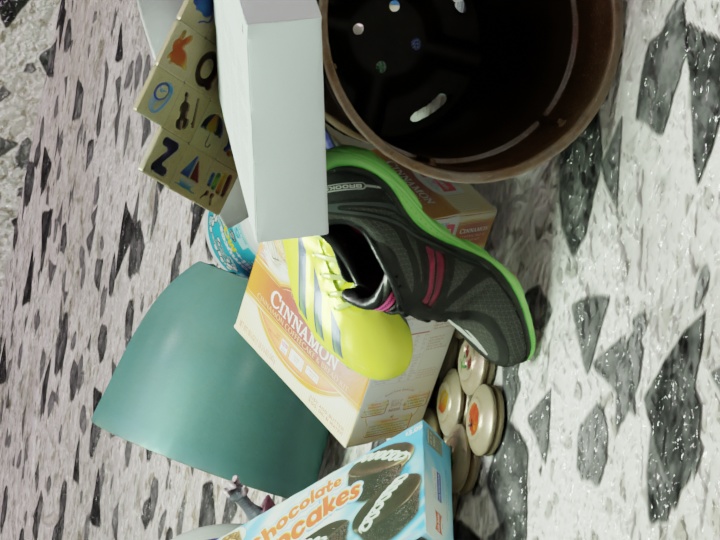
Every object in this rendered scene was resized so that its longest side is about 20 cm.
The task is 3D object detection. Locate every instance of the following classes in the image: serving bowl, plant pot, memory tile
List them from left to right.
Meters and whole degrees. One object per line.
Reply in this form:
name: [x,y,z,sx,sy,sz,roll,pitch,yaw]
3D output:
serving bowl: [-0.113,-0.138,1.892,0.200,0.066,0.200,-21,-90,-90]
plant pot: [-0.108,0.086,1.999,0.201,0.200,0.161,-165,95,-74]
plant pot: [0.044,-0.160,1.553,0.198,0.200,0.201,-168,85,-74]
memory tile: [0.064,0.074,1.716,0.153,0.017,0.200,116,155,-49]

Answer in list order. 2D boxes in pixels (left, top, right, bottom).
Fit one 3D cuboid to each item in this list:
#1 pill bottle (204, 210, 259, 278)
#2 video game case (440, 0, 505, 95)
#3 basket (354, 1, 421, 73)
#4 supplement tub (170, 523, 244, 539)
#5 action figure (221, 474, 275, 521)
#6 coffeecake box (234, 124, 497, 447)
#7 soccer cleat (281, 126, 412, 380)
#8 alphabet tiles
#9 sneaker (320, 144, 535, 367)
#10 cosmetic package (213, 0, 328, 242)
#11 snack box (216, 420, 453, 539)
pill bottle: [-0.072,-0.044,2.060,0.200,0.111,0.111,158,117,-72]
video game case: [0.094,-0.229,1.728,0.182,0.023,0.200,-168,86,-74]
basket: [-0.027,-0.196,1.802,0.176,0.139,0.200,-42,-54,-49]
supplement tub: [-0.109,0.329,1.973,0.200,0.145,0.146,-99,23,-43]
action figure: [-0.039,0.228,1.809,0.134,0.200,0.149,5,124,39]
coffeecake box: [0.000,0.000,1.708,0.154,0.073,0.200,45,130,37]
soccer cleat: [-0.020,-0.019,1.602,0.200,0.065,0.084,65,161,13]
alphabet tiles: [-0.082,-0.143,1.624,0.006,0.166,0.200,24,87,33]
sneaker: [0.031,0.004,1.556,0.084,0.200,0.077,-58,17,-25]
cosmetic package: [-0.059,-0.134,1.491,0.200,0.052,0.151,-107,12,-56]
snack box: [-0.024,0.197,1.650,0.200,0.037,0.116,-32,30,21]
